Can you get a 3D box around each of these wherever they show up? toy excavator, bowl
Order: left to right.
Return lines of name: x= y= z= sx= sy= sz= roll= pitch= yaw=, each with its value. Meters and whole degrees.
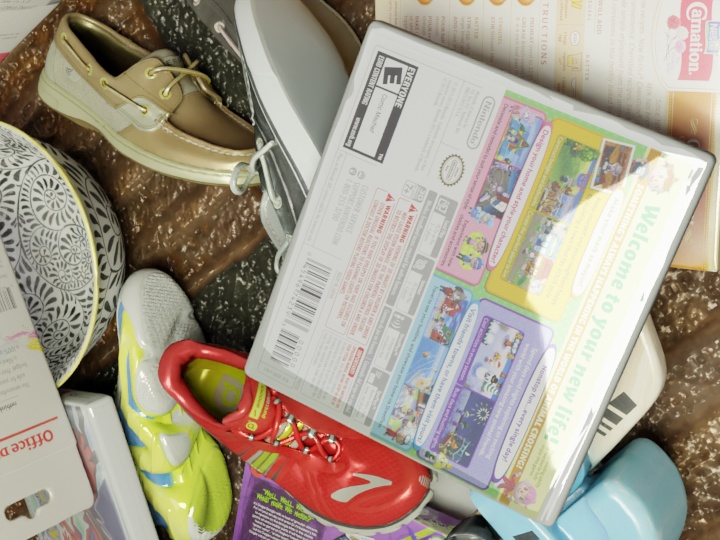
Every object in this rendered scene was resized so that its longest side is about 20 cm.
bowl: x=-0.235 y=-0.013 z=0.892 sx=0.200 sy=0.094 sz=0.201 roll=7 pitch=105 yaw=29
toy excavator: x=0.124 y=0.099 z=0.663 sx=0.195 sy=0.100 sz=0.200 roll=48 pitch=120 yaw=9

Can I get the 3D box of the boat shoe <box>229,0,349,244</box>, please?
boat shoe: x=-0.034 y=-0.064 z=0.701 sx=0.068 sy=0.074 sz=0.200 roll=-27 pitch=88 yaw=34

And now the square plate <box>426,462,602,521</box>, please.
square plate: x=0.066 y=0.136 z=0.785 sx=0.200 sy=0.028 sz=0.198 roll=-29 pitch=85 yaw=32

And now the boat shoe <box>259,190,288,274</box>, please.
boat shoe: x=0.000 y=0.002 z=0.758 sx=0.202 sy=0.065 sz=0.074 roll=48 pitch=113 yaw=31

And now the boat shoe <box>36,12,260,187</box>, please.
boat shoe: x=-0.137 y=-0.115 z=0.825 sx=0.200 sy=0.074 sz=0.067 roll=26 pitch=118 yaw=24

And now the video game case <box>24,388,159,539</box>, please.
video game case: x=-0.200 y=0.180 z=0.905 sx=0.182 sy=0.023 sz=0.200 roll=-2 pitch=107 yaw=52

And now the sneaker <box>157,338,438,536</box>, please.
sneaker: x=-0.048 y=0.101 z=0.767 sx=0.200 sy=0.085 sz=0.077 roll=22 pitch=80 yaw=27

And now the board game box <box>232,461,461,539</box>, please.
board game box: x=0.005 y=0.199 z=0.802 sx=0.200 sy=0.032 sz=0.120 roll=20 pitch=113 yaw=26

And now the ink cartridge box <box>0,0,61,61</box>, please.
ink cartridge box: x=-0.273 y=-0.210 z=0.841 sx=0.200 sy=0.146 sz=0.083 roll=-34 pitch=83 yaw=30

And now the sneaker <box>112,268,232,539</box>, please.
sneaker: x=-0.161 y=0.100 z=0.884 sx=0.105 sy=0.076 sz=0.200 roll=-6 pitch=98 yaw=32

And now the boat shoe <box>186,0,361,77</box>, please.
boat shoe: x=-0.057 y=-0.151 z=0.780 sx=0.200 sy=0.067 sz=0.057 roll=54 pitch=137 yaw=11

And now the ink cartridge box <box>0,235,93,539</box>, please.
ink cartridge box: x=-0.262 y=0.083 z=0.804 sx=0.067 sy=0.117 sz=0.200 roll=-20 pitch=89 yaw=33

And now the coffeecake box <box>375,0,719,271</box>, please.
coffeecake box: x=0.111 y=-0.090 z=0.683 sx=0.200 sy=0.073 sz=0.154 roll=8 pitch=105 yaw=29

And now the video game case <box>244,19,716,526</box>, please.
video game case: x=0.053 y=0.001 z=0.622 sx=0.182 sy=0.022 sz=0.200 roll=25 pitch=104 yaw=16
